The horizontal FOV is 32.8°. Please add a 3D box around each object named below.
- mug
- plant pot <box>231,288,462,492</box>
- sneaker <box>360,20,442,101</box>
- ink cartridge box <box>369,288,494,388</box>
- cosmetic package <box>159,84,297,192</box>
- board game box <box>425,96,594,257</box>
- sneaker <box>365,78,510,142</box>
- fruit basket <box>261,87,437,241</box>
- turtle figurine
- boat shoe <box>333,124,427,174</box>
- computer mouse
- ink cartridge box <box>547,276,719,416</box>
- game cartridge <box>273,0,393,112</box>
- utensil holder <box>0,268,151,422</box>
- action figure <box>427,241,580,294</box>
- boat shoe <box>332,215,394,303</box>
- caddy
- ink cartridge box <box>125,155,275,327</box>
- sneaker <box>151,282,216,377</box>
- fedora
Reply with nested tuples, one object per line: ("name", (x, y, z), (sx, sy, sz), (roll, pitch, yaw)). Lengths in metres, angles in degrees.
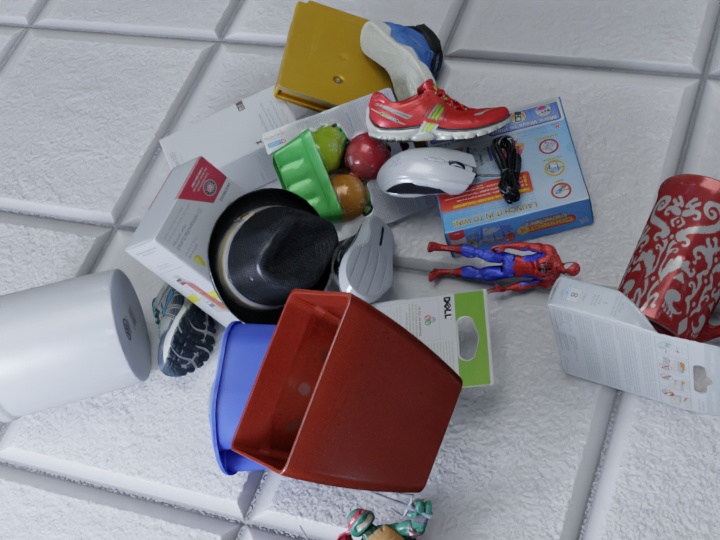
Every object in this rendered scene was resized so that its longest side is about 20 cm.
("mug", (0.403, 0.006, 1.472), (0.177, 0.134, 0.200), (19, 65, 30))
("plant pot", (-0.007, 0.148, 1.365), (0.200, 0.176, 0.200), (1, 69, 68))
("sneaker", (0.091, -0.305, 1.818), (0.111, 0.077, 0.200), (-6, 41, -33))
("ink cartridge box", (0.068, 0.113, 1.530), (0.199, 0.076, 0.148), (-8, 52, 10))
("cosmetic package", (-0.186, -0.179, 1.827), (0.200, 0.081, 0.113), (-26, 52, -4))
("board game box", (0.201, -0.131, 1.684), (0.199, 0.056, 0.196), (-13, 51, 8))
("sneaker", (0.107, -0.218, 1.663), (0.199, 0.085, 0.077), (-3, 9, -3))
("fruit basket", (-0.017, -0.141, 1.723), (0.200, 0.094, 0.186), (-21, 83, -13))
("turtle figurine", (0.038, 0.319, 1.367), (0.200, 0.101, 0.150), (40, 89, 19))
("boat shoe", (0.031, -0.195, 1.779), (0.199, 0.070, 0.071), (-16, 46, 4))
("computer mouse", (0.116, -0.136, 1.644), (0.199, 0.044, 0.110), (-2, 54, 12))
("ink cartridge box", (0.323, 0.088, 1.412), (0.200, 0.160, 0.047), (14, 60, 26))
("game cartridge", (-0.031, -0.315, 1.862), (0.176, 0.032, 0.200), (17, 52, -9))
("utensil holder", (-0.399, 0.097, 1.630), (0.199, 0.170, 0.170), (-14, 51, 5))
("action figure", (0.186, -0.006, 1.591), (0.199, 0.066, 0.052), (2, 11, 18))
("boat shoe", (0.000, 0.000, 1.616), (0.071, 0.072, 0.200), (-43, 10, 26))
("caddy", (-0.138, 0.157, 1.519), (0.105, 0.142, 0.200), (-1, 53, 10))
("ink cartridge box", (-0.188, -0.032, 1.631), (0.083, 0.200, 0.145), (-16, 42, 50))
("sneaker", (-0.247, 0.065, 1.679), (0.086, 0.078, 0.200), (-12, 45, 28))
("fedora", (-0.096, -0.020, 1.581), (0.092, 0.201, 0.201), (-9, 44, 52))
